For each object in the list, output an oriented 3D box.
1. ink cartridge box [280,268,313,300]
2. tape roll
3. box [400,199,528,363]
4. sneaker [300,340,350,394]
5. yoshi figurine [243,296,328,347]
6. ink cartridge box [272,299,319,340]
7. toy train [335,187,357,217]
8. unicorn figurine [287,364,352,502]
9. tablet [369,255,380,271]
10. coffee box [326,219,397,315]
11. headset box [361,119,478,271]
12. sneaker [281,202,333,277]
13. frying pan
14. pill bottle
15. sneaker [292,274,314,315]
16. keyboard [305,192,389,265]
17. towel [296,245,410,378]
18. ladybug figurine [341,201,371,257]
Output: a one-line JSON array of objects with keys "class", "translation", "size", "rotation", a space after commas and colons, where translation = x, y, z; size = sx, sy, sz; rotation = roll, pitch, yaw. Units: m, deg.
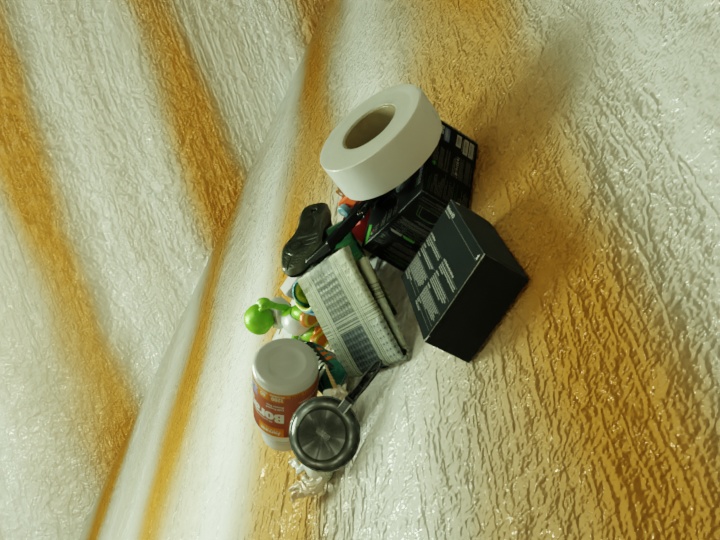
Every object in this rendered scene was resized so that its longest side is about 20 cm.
[{"class": "ink cartridge box", "translation": [-0.119, -0.026, 1.822], "size": [0.163, 0.057, 0.200], "rotation": [-57, 23, 2]}, {"class": "tape roll", "translation": [0.033, -0.210, 1.363], "size": [0.201, 0.071, 0.203], "rotation": [-30, 31, 20]}, {"class": "box", "translation": [0.136, 0.009, 1.146], "size": [0.142, 0.078, 0.200], "rotation": [-60, 18, 19]}, {"class": "sneaker", "translation": [-0.077, 0.174, 1.489], "size": [0.072, 0.079, 0.200], "rotation": [-62, 18, 0]}, {"class": "yoshi figurine", "translation": [-0.155, 0.103, 1.649], "size": [0.199, 0.111, 0.114], "rotation": [12, 84, 44]}, {"class": "ink cartridge box", "translation": [-0.130, 0.126, 1.766], "size": [0.202, 0.043, 0.173], "rotation": [-64, 17, -4]}, {"class": "toy train", "translation": [0.021, -0.196, 1.513], "size": [0.201, 0.055, 0.150], "rotation": [-54, 9, -23]}, {"class": "unicorn figurine", "translation": [-0.059, 0.268, 1.349], "size": [0.137, 0.073, 0.202], "rotation": [-32, 51, 56]}, {"class": "tablet", "translation": [0.003, -0.031, 1.669], "size": [0.200, 0.014, 0.131], "rotation": [-27, 40, 60]}, {"class": "coffee box", "translation": [0.000, 0.000, 1.451], "size": [0.044, 0.124, 0.200], "rotation": [-30, 23, 1]}, {"class": "headset box", "translation": [0.097, -0.121, 1.413], "size": [0.200, 0.092, 0.175], "rotation": [-42, 26, 48]}, {"class": "sneaker", "translation": [-0.084, -0.029, 1.542], "size": [0.075, 0.115, 0.200], "rotation": [-11, 31, 18]}, {"class": "frying pan", "translation": [-0.025, 0.231, 1.282], "size": [0.189, 0.116, 0.031], "rotation": [-31, -12, 5]}, {"class": "pill bottle", "translation": [-0.129, 0.219, 1.431], "size": [0.201, 0.111, 0.113], "rotation": [96, -178, -45]}, {"class": "sneaker", "translation": [-0.069, 0.028, 1.582], "size": [0.080, 0.129, 0.200], "rotation": [-65, 19, 18]}, {"class": "keyboard", "translation": [-0.009, -0.084, 1.366], "size": [0.127, 0.021, 0.200], "rotation": [-38, 9, 43]}, {"class": "towel", "translation": [-0.013, 0.067, 1.343], "size": [0.034, 0.201, 0.192], "rotation": [-28, -2, -31]}, {"class": "ladybug figurine", "translation": [0.020, -0.109, 1.598], "size": [0.201, 0.072, 0.136], "rotation": [-58, 20, -2]}]
